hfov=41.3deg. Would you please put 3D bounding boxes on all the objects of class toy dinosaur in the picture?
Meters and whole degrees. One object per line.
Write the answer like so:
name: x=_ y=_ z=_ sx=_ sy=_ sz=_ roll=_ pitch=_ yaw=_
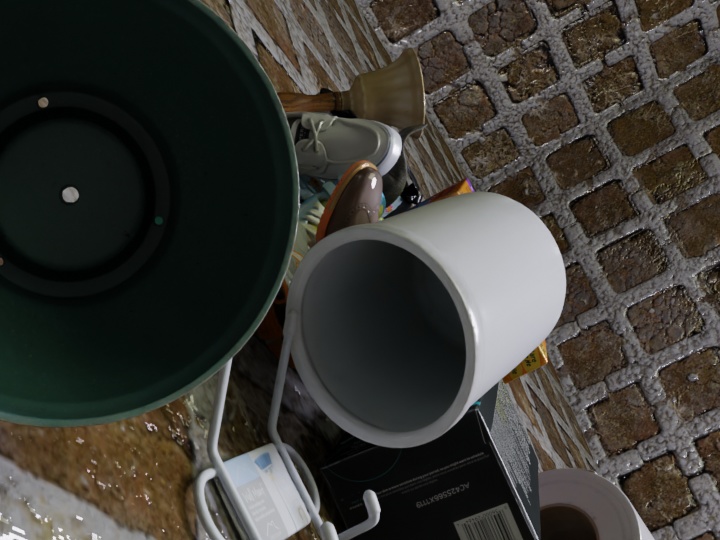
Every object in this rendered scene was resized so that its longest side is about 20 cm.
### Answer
toy dinosaur: x=0.005 y=-0.103 z=1.078 sx=0.103 sy=0.199 sz=0.077 roll=61 pitch=21 yaw=-3

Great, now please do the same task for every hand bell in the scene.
hand bell: x=-0.034 y=-0.191 z=1.093 sx=0.104 sy=0.198 sz=0.105 roll=172 pitch=-90 yaw=-81

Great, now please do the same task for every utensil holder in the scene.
utensil holder: x=0.064 y=0.028 z=0.789 sx=0.199 sy=0.169 sz=0.171 roll=-23 pitch=85 yaw=-54

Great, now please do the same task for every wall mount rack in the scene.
wall mount rack: x=-0.057 y=0.121 z=0.677 sx=0.175 sy=0.074 sz=0.200 roll=62 pitch=12 yaw=9

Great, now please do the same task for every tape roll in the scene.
tape roll: x=0.249 y=0.353 z=1.111 sx=0.139 sy=0.202 sz=0.204 roll=51 pitch=17 yaw=-37

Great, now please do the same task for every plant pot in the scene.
plant pot: x=-0.142 y=-0.037 z=0.469 sx=0.201 sy=0.200 sz=0.134 roll=59 pitch=-14 yaw=-13

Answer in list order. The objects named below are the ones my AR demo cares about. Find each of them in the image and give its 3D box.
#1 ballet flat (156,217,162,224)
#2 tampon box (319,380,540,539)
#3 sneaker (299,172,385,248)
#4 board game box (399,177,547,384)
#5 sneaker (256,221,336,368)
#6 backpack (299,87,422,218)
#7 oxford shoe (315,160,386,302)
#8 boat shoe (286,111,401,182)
ballet flat: x=-0.142 y=-0.057 z=0.731 sx=0.201 sy=0.069 sz=0.071 roll=61 pitch=11 yaw=12
tampon box: x=0.072 y=0.180 z=0.871 sx=0.127 sy=0.149 sz=0.200 roll=66 pitch=13 yaw=-2
sneaker: x=-0.041 y=-0.043 z=0.946 sx=0.080 sy=0.130 sz=0.200 roll=60 pitch=14 yaw=-11
board game box: x=0.075 y=0.036 z=1.080 sx=0.201 sy=0.199 sz=0.200 roll=61 pitch=12 yaw=-4
sneaker: x=-0.061 y=0.002 z=0.834 sx=0.201 sy=0.075 sz=0.092 roll=56 pitch=41 yaw=-28
backpack: x=-0.024 y=-0.140 z=1.218 sx=0.167 sy=0.126 sz=0.200 roll=53 pitch=11 yaw=23
oxford shoe: x=0.000 y=0.000 z=0.895 sx=0.071 sy=0.072 sz=0.202 roll=-5 pitch=110 yaw=-52
boat shoe: x=-0.051 y=-0.134 z=1.024 sx=0.065 sy=0.199 sz=0.074 roll=23 pitch=72 yaw=-53
